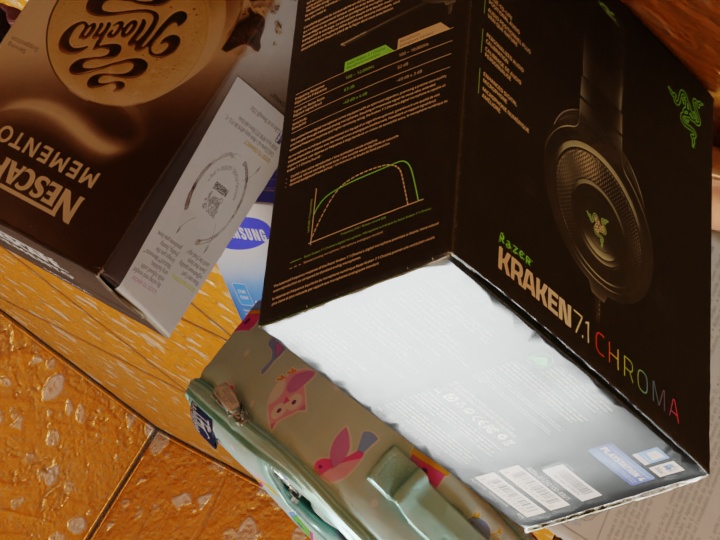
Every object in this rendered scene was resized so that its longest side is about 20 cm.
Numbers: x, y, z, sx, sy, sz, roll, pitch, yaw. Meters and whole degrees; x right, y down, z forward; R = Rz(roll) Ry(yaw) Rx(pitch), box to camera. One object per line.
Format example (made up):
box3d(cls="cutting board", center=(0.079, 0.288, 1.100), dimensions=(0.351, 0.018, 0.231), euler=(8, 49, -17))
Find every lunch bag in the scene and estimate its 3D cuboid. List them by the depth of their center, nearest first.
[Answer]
box3d(cls="lunch bag", center=(0.010, 0.107, 1.325), dimensions=(0.200, 0.077, 0.160), euler=(46, 176, -29))

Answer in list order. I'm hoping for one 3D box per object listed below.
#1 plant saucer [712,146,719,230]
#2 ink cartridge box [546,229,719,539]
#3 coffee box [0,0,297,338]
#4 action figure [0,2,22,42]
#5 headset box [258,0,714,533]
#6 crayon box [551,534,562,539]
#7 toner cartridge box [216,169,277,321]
box3d(cls="plant saucer", center=(0.167, 0.015, 1.257), dimensions=(0.200, 0.037, 0.200), euler=(21, 143, 17))
box3d(cls="ink cartridge box", center=(0.157, 0.066, 1.197), dimensions=(0.200, 0.163, 0.057), euler=(33, -157, 35))
box3d(cls="coffee box", center=(-0.087, -0.087, 1.238), dimensions=(0.113, 0.200, 0.080), euler=(26, 169, 28))
box3d(cls="action figure", center=(-0.136, -0.086, 1.487), dimensions=(0.149, 0.134, 0.200), euler=(-9, 159, 38))
box3d(cls="headset box", center=(0.056, -0.031, 1.098), dimensions=(0.093, 0.200, 0.174), euler=(-21, 137, 32))
box3d(cls="crayon box", center=(0.212, 0.106, 1.336), dimensions=(0.200, 0.173, 0.058), euler=(26, 177, 33))
box3d(cls="toner cartridge box", center=(0.000, 0.000, 1.374), dimensions=(0.200, 0.043, 0.095), euler=(6, 123, 56))
